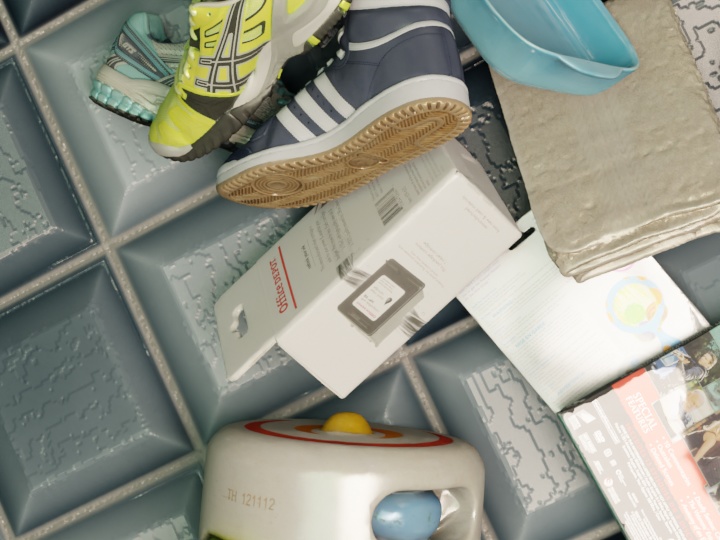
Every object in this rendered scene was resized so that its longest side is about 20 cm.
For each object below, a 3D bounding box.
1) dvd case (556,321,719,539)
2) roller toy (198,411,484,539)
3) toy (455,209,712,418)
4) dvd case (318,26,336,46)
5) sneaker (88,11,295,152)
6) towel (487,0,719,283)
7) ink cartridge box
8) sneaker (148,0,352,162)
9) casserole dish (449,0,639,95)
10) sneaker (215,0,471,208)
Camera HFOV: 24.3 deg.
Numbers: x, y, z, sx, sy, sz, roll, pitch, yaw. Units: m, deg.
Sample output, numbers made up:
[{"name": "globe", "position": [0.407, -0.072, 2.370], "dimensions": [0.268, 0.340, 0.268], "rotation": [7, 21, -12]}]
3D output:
[{"name": "dvd case", "position": [0.246, 0.105, 1.070], "dimensions": [0.200, 0.022, 0.146], "rotation": [-30, 88, -2]}, {"name": "roller toy", "position": [-0.013, 0.161, 1.090], "dimensions": [0.182, 0.200, 0.140], "rotation": [4, 90, 4]}, {"name": "toy", "position": [0.165, 0.048, 1.110], "dimensions": [0.115, 0.047, 0.200], "rotation": [-40, 84, 5]}, {"name": "dvd case", "position": [-0.104, -0.235, 1.089], "dimensions": [0.146, 0.200, 0.022], "rotation": [24, 67, 32]}, {"name": "sneaker", "position": [-0.091, -0.128, 1.164], "dimensions": [0.200, 0.078, 0.086], "rotation": [18, 91, 14]}, {"name": "towel", "position": [0.163, -0.090, 1.076], "dimensions": [0.132, 0.034, 0.200], "rotation": [-20, 54, 11]}, {"name": "ink cartridge box", "position": [0.000, 0.000, 1.106], "dimensions": [0.200, 0.116, 0.067], "rotation": [-43, 116, 12]}, {"name": "sneaker", "position": [-0.083, -0.150, 1.063], "dimensions": [0.076, 0.075, 0.200], "rotation": [28, 125, -24]}, {"name": "casserole dish", "position": [0.098, -0.177, 1.077], "dimensions": [0.039, 0.121, 0.200], "rotation": [-55, 46, 33]}, {"name": "sneaker", "position": [-0.015, -0.114, 1.069], "dimensions": [0.200, 0.070, 0.109], "rotation": [-21, 64, 38]}]
